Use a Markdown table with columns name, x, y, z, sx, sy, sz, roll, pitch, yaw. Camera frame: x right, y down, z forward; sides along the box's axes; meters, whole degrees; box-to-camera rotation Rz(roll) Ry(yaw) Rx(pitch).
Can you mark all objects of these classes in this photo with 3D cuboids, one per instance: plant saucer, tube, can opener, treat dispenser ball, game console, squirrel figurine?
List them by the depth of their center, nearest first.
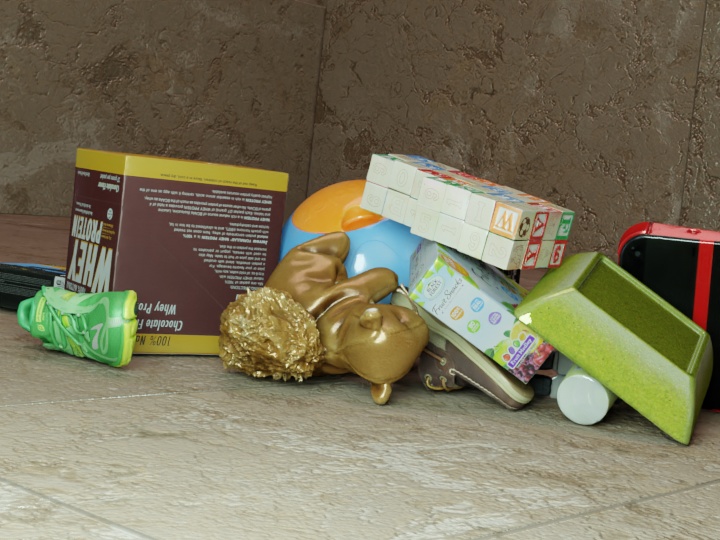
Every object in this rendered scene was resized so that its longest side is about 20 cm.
| name | x | y | z | sx | sy | sz | roll | pitch | yaw |
| --- | --- | --- | --- | --- | --- | --- | --- | --- | --- |
| squirrel figurine | -0.035 | 0.065 | 1.317 | 0.198 | 0.143 | 0.186 | -12 | 23 | -28 |
| plant saucer | 0.261 | 0.058 | 1.323 | 0.199 | 0.048 | 0.200 | 38 | 24 | 7 |
| tube | 0.248 | 0.090 | 1.359 | 0.051 | 0.059 | 0.200 | -16 | 12 | 29 |
| can opener | 0.182 | 0.106 | 1.407 | 0.197 | 0.054 | 0.067 | 6 | 3 | 5 |
| game console | 0.352 | 0.053 | 1.435 | 0.175 | 0.202 | 0.031 | 7 | 25 | 19 |
| treat dispenser ball | 0.000 | 0.000 | 1.540 | 0.198 | 0.203 | 0.201 | 6 | 4 | 0 |

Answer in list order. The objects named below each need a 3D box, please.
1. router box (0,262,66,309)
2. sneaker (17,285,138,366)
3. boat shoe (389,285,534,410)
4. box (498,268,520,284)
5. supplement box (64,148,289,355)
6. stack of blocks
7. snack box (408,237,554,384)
| name | x | y | z | sx | sy | sz | roll | pitch | yaw |
| --- | --- | --- | --- | --- | --- | --- | --- | --- | --- |
| router box | -0.350 | 0.026 | 1.659 | 0.198 | 0.052 | 0.149 | 8 | 3 | 26 |
| sneaker | -0.275 | 0.054 | 1.322 | 0.083 | 0.075 | 0.199 | 6 | -6 | -35 |
| boat shoe | 0.090 | 0.092 | 1.376 | 0.200 | 0.072 | 0.072 | 37 | 13 | 36 |
| box | 0.122 | -0.005 | 1.784 | 0.162 | 0.203 | 0.086 | 7 | 6 | 22 |
| supplement box | -0.202 | -0.018 | 1.475 | 0.196 | 0.203 | 0.132 | 3 | 5 | -35 |
| stack of blocks | 0.098 | -0.062 | 1.368 | 0.199 | 0.059 | 0.115 | 23 | 15 | 33 |
| snack box | 0.116 | 0.027 | 1.361 | 0.142 | 0.053 | 0.200 | 35 | 11 | -5 |
